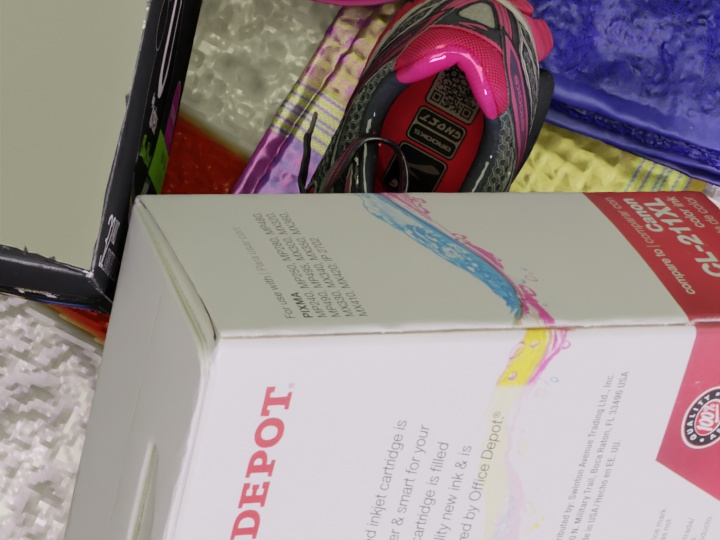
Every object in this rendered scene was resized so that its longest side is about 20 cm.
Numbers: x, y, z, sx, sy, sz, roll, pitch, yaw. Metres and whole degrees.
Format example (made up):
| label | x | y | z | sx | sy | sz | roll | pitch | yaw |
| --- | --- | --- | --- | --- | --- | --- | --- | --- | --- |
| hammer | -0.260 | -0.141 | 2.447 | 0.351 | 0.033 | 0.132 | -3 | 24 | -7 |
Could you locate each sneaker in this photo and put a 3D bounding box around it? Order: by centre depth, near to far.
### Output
| label | x | y | z | sx | sy | sz | roll | pitch | yaw |
| --- | --- | --- | --- | --- | --- | --- | --- | --- | --- |
| sneaker | 0.000 | 0.000 | 0.866 | 0.080 | 0.075 | 0.201 | 20 | 106 | 4 |

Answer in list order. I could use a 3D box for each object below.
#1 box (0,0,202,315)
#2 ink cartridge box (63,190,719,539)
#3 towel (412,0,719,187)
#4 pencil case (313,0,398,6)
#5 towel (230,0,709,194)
| label | x | y | z | sx | sy | sz | roll | pitch | yaw |
| --- | --- | --- | --- | --- | --- | --- | --- | --- | --- |
| box | -0.121 | -0.072 | 0.840 | 0.124 | 0.200 | 0.149 | 12 | 86 | 0 |
| ink cartridge box | 0.020 | 0.054 | 0.815 | 0.199 | 0.083 | 0.146 | 0 | 124 | -25 |
| towel | 0.109 | -0.139 | 0.916 | 0.147 | 0.050 | 0.201 | 18 | 78 | -4 |
| pencil case | -0.004 | -0.191 | 0.891 | 0.088 | 0.088 | 0.201 | -7 | 70 | -3 |
| towel | 0.025 | -0.008 | 0.931 | 0.143 | 0.023 | 0.200 | 32 | 86 | 0 |
